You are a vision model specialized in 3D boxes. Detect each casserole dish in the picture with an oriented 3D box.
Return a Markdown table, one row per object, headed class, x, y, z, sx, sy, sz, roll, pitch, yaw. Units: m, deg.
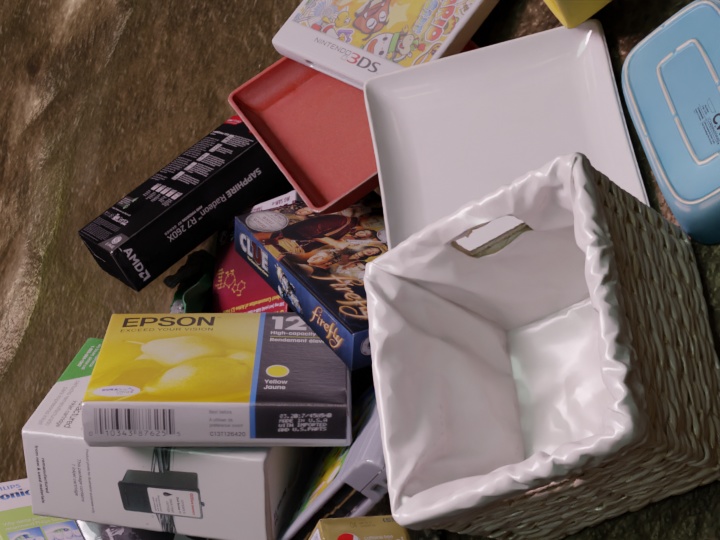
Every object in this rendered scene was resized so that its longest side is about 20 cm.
| class | x | y | z | sx | sy | sz | roll | pitch | yaw |
| --- | --- | --- | --- | --- | --- | --- | --- | --- | --- |
| casserole dish | 0.248 | -0.114 | 0.970 | 0.121 | 0.039 | 0.202 | -36 | 51 | 30 |

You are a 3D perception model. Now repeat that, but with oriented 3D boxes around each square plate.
| class | x | y | z | sx | sy | sz | roll | pitch | yaw |
| --- | --- | --- | --- | --- | --- | --- | --- | --- | --- |
| square plate | 0.110 | -0.088 | 1.055 | 0.197 | 0.029 | 0.201 | -14 | 61 | 9 |

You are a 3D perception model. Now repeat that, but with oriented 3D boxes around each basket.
| class | x | y | z | sx | sy | sz | roll | pitch | yaw |
| --- | --- | --- | --- | --- | --- | --- | --- | --- | --- |
| basket | 0.128 | 0.066 | 0.919 | 0.197 | 0.160 | 0.203 | -29 | 54 | 36 |

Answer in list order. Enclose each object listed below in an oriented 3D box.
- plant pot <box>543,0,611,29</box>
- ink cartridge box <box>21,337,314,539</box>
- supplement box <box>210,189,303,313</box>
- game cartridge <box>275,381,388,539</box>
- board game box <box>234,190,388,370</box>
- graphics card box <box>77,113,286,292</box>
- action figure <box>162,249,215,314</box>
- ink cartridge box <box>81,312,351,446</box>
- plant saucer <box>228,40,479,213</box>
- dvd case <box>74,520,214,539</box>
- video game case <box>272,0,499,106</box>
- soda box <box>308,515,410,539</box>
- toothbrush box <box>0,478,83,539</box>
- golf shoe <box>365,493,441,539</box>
| class | x | y | z | sx | sy | sz | roll | pitch | yaw |
| --- | --- | --- | --- | --- | --- | --- | --- | --- | --- |
| plant pot | 0.179 | -0.319 | 1.030 | 0.188 | 0.201 | 0.202 | -34 | 49 | 11 |
| ink cartridge box | -0.146 | 0.132 | 1.083 | 0.197 | 0.147 | 0.084 | 5 | 118 | 10 |
| supplement box | -0.081 | 0.041 | 1.224 | 0.108 | 0.061 | 0.203 | -17 | 62 | 40 |
| game cartridge | -0.006 | 0.147 | 1.040 | 0.200 | 0.040 | 0.134 | -51 | 4 | 45 |
| board game box | 0.000 | 0.000 | 1.107 | 0.200 | 0.134 | 0.035 | 42 | 137 | 46 |
| graphics card box | -0.161 | -0.067 | 1.275 | 0.199 | 0.051 | 0.125 | -38 | 24 | -16 |
| action figure | -0.162 | 0.037 | 1.275 | 0.201 | 0.054 | 0.120 | -85 | 5 | -62 |
| ink cartridge box | -0.104 | 0.068 | 1.065 | 0.201 | 0.194 | 0.048 | -92 | 2 | -62 |
| plant saucer | 0.007 | -0.147 | 1.185 | 0.198 | 0.037 | 0.200 | -34 | 45 | -4 |
| dvd case | -0.136 | 0.240 | 1.126 | 0.149 | 0.025 | 0.201 | -30 | 66 | -6 |
| video game case | 0.040 | -0.247 | 1.195 | 0.181 | 0.023 | 0.201 | 29 | 77 | 40 |
| soda box | -0.024 | 0.258 | 0.975 | 0.201 | 0.067 | 0.065 | 117 | 144 | -42 |
| toothbrush box | -0.294 | 0.312 | 1.268 | 0.200 | 0.085 | 0.147 | 44 | 132 | 46 |
| golf shoe | 0.018 | 0.251 | 1.023 | 0.097 | 0.078 | 0.202 | -38 | 47 | 36 |
